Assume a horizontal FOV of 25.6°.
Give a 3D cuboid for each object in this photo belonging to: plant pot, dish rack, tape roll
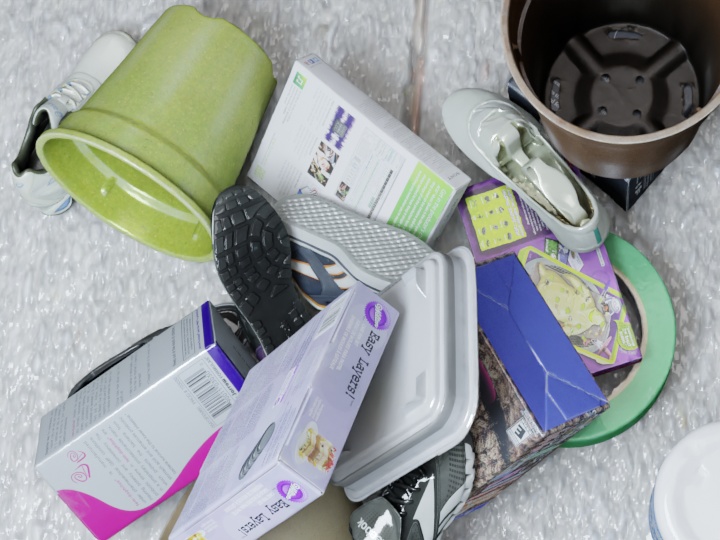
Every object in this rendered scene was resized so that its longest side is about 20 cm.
[{"bbox_3d":[0.220,-0.173,1.323,0.197,0.198,0.203,-2,76,8],"label":"plant pot"},{"bbox_3d":[-0.070,0.233,1.406,0.134,0.200,0.201,42,86,-15],"label":"plant pot"},{"bbox_3d":[-0.177,-0.141,1.505,0.198,0.201,0.186,24,71,13],"label":"plant pot"},{"bbox_3d":[0.024,0.083,1.302,0.043,0.200,0.174,16,57,-26],"label":"dish rack"},{"bbox_3d":[0.191,0.060,1.463,0.197,0.048,0.203,-2,76,9],"label":"tape roll"}]

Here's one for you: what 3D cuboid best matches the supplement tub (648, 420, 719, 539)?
[{"bbox_3d":[0.309,0.202,1.333,0.130,0.200,0.134,-2,76,8],"label":"supplement tub"}]

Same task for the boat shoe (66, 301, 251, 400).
[{"bbox_3d":[-0.192,0.088,1.505,0.198,0.066,0.071,-26,75,2],"label":"boat shoe"}]

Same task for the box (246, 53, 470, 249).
[{"bbox_3d":[-0.005,-0.087,1.489,0.200,0.036,0.145,41,129,16],"label":"box"}]

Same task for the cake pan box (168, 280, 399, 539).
[{"bbox_3d":[-0.061,0.122,1.267,0.052,0.184,0.201,37,46,-15],"label":"cake pan box"}]

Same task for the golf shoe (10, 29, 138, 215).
[{"bbox_3d":[-0.278,-0.155,1.559,0.077,0.097,0.202,22,80,15],"label":"golf shoe"}]

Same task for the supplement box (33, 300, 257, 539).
[{"bbox_3d":[-0.186,0.137,1.437,0.199,0.104,0.102,-34,113,5],"label":"supplement box"}]

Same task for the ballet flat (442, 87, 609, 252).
[{"bbox_3d":[0.149,-0.100,1.420,0.069,0.069,0.200,-42,75,-2],"label":"ballet flat"}]

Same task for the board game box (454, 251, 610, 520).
[{"bbox_3d":[0.090,0.110,1.384,0.200,0.096,0.160,-47,68,42],"label":"board game box"}]

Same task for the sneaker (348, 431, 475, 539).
[{"bbox_3d":[0.037,0.201,1.328,0.066,0.090,0.202,38,126,32],"label":"sneaker"}]

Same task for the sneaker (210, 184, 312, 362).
[{"bbox_3d":[-0.099,0.019,1.464,0.075,0.087,0.202,-25,105,-21],"label":"sneaker"}]

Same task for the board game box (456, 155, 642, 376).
[{"bbox_3d":[0.169,0.005,1.440,0.119,0.032,0.202,-18,75,8],"label":"board game box"}]

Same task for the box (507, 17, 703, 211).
[{"bbox_3d":[0.256,-0.187,1.478,0.148,0.107,0.200,41,87,15],"label":"box"}]

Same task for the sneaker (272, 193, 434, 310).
[{"bbox_3d":[0.000,0.000,1.449,0.078,0.080,0.199,-28,42,-35],"label":"sneaker"}]
